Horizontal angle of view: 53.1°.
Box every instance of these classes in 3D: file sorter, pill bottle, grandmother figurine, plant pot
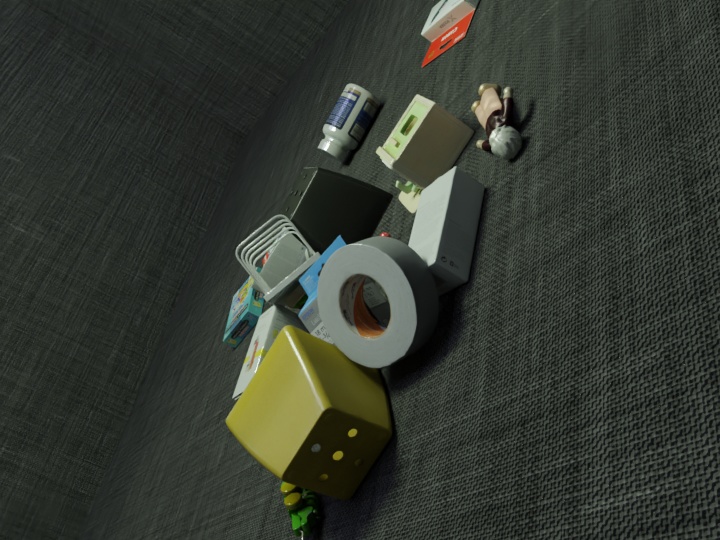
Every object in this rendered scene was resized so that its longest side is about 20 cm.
[{"bbox_3d":[-0.161,-0.019,1.497,0.138,0.125,0.200,-39,-6,-3],"label":"file sorter"},{"bbox_3d":[-0.037,-0.410,2.020,0.201,0.110,0.111,-61,20,-1],"label":"pill bottle"},{"bbox_3d":[0.240,-0.259,1.254,0.201,0.060,0.122,-94,11,-51],"label":"grandmother figurine"},{"bbox_3d":[-0.065,0.242,1.141,0.201,0.199,0.176,-57,33,9],"label":"plant pot"},{"bbox_3d":[-0.075,-0.133,1.655,0.201,0.177,0.200,-62,21,-3],"label":"plant pot"}]

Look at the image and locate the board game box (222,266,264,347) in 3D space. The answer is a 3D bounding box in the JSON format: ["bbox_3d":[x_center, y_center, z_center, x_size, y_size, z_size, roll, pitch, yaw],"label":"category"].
[{"bbox_3d":[-0.340,0.107,2.150,0.151,0.047,0.201,-48,24,31],"label":"board game box"}]

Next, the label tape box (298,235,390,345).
[{"bbox_3d":[-0.038,0.063,1.287,0.144,0.201,0.063,-45,-16,33],"label":"label tape box"}]

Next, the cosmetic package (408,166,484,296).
[{"bbox_3d":[0.138,-0.062,1.204,0.101,0.071,0.201,-33,35,51],"label":"cosmetic package"}]

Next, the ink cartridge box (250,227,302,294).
[{"bbox_3d":[-0.192,-0.022,1.879,0.201,0.108,0.050,-55,21,14],"label":"ink cartridge box"}]

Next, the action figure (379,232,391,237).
[{"bbox_3d":[0.000,0.000,1.482,0.200,0.052,0.066,-50,7,22],"label":"action figure"}]

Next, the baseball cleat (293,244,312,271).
[{"bbox_3d":[-0.129,-0.076,1.807,0.201,0.106,0.070,-53,7,6],"label":"baseball cleat"}]

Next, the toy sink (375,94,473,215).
[{"bbox_3d":[0.110,-0.233,1.438,0.201,0.111,0.131,-56,20,12],"label":"toy sink"}]

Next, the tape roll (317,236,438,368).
[{"bbox_3d":[0.025,0.050,1.153,0.066,0.201,0.200,-18,-21,-50],"label":"tape roll"}]

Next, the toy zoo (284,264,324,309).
[{"bbox_3d":[-0.077,0.030,1.516,0.131,0.020,0.200,-47,-14,7],"label":"toy zoo"}]

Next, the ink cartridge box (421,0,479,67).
[{"bbox_3d":[0.217,-0.622,1.797,0.200,0.043,0.175,-17,46,62],"label":"ink cartridge box"}]

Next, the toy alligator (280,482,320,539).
[{"bbox_3d":[-0.089,0.395,1.175,0.054,0.060,0.200,-21,19,-10],"label":"toy alligator"}]

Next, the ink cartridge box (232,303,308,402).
[{"bbox_3d":[-0.154,0.193,1.458,0.083,0.144,0.201,-35,33,46],"label":"ink cartridge box"}]
